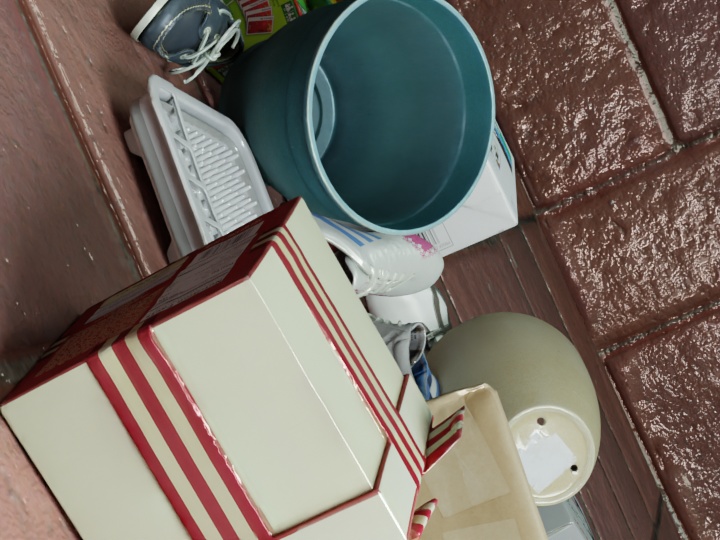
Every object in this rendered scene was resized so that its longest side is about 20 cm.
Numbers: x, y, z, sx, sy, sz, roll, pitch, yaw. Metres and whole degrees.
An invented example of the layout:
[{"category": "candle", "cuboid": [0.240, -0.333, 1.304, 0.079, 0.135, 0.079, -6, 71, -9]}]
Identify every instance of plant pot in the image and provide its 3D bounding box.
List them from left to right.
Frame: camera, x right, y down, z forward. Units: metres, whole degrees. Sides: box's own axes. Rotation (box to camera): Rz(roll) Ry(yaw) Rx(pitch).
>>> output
[{"category": "plant pot", "cuboid": [-0.020, -0.137, 1.296, 0.188, 0.200, 0.201, 8, -43, 51]}, {"category": "plant pot", "cuboid": [0.154, 0.151, 1.436, 0.188, 0.187, 0.200, 63, -1, -11]}]

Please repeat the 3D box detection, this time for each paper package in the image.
[{"category": "paper package", "cuboid": [0.086, 0.228, 1.199, 0.191, 0.103, 0.201, 87, -13, -57]}]

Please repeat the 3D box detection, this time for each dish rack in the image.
[{"category": "dish rack", "cuboid": [-0.115, -0.049, 1.161, 0.172, 0.043, 0.200, 68, 14, 13]}]

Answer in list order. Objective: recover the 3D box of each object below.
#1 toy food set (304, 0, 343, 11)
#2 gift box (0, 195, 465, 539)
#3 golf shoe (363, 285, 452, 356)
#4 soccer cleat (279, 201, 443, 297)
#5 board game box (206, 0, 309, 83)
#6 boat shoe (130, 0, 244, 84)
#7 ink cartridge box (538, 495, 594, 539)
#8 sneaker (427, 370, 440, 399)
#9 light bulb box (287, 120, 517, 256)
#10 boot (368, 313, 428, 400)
[{"category": "toy food set", "cuboid": [-0.063, -0.267, 1.479, 0.048, 0.198, 0.201, 0, 66, -33]}, {"category": "gift box", "cuboid": [-0.057, 0.083, 0.850, 0.187, 0.184, 0.200, 61, 20, -11]}, {"category": "golf shoe", "cuboid": [0.067, 0.083, 1.557, 0.200, 0.077, 0.095, 57, 16, -29]}, {"category": "soccer cleat", "cuboid": [0.000, 0.000, 1.342, 0.199, 0.070, 0.086, 14, 30, -35]}, {"category": "board game box", "cuboid": [-0.119, -0.285, 1.429, 0.048, 0.101, 0.201, 39, 30, -64]}, {"category": "boat shoe", "cuboid": [-0.139, -0.198, 1.263, 0.062, 0.075, 0.200, 48, 5, -1]}, {"category": "ink cartridge box", "cuboid": [0.200, 0.275, 1.676, 0.146, 0.083, 0.200, 57, 8, -34]}, {"category": "sneaker", "cuboid": [0.034, 0.125, 1.377, 0.082, 0.074, 0.200, 60, 6, -24]}, {"category": "light bulb box", "cuboid": [0.046, -0.096, 1.528, 0.125, 0.197, 0.200, 63, 15, -18]}, {"category": "boot", "cuboid": [0.016, 0.070, 1.339, 0.074, 0.095, 0.200, 56, 16, -35]}]
